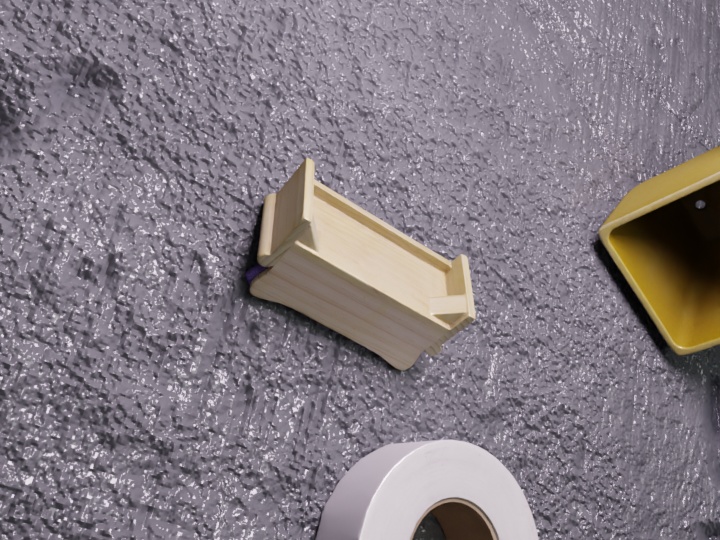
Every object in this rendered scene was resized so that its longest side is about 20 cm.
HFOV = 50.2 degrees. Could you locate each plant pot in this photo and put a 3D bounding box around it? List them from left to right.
[{"bbox_3d":[0.439,-0.055,0.940,0.196,0.193,0.200,53,40,-11],"label":"plant pot"}]

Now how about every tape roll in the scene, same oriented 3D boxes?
[{"bbox_3d":[0.061,0.249,0.654,0.200,0.071,0.205,11,71,-33],"label":"tape roll"}]

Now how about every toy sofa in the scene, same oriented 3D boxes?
[{"bbox_3d":[0.000,0.000,0.686,0.199,0.098,0.083,29,38,-25],"label":"toy sofa"}]
